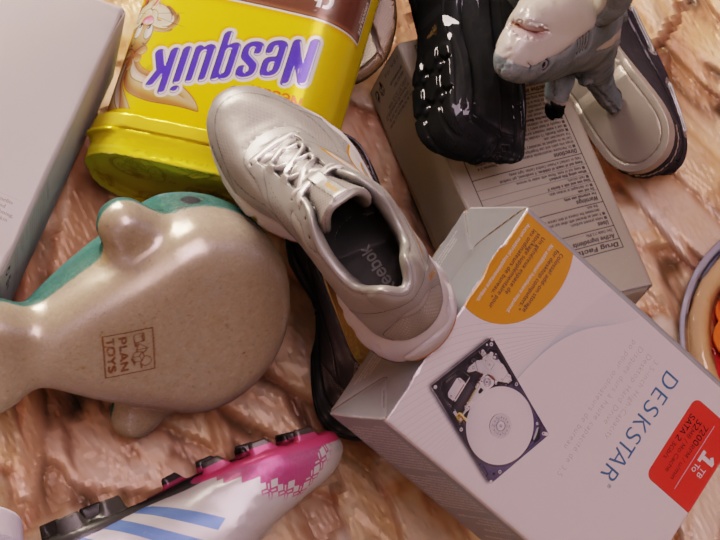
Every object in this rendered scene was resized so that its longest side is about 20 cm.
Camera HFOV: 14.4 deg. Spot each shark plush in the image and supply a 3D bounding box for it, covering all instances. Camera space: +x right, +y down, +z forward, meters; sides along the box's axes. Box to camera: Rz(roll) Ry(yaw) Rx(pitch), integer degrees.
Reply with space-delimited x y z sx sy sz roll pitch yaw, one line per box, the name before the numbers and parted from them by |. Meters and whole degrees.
shark plush | 0.118 -0.133 1.737 0.091 0.200 0.083 14 83 9

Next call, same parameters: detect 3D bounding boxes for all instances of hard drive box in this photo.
hard drive box | 0.108 0.083 1.677 0.200 0.077 0.156 40 74 -22

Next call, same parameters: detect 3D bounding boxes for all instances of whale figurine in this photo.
whale figurine | -0.143 0.022 1.662 0.200 0.159 0.104 -15 34 -19

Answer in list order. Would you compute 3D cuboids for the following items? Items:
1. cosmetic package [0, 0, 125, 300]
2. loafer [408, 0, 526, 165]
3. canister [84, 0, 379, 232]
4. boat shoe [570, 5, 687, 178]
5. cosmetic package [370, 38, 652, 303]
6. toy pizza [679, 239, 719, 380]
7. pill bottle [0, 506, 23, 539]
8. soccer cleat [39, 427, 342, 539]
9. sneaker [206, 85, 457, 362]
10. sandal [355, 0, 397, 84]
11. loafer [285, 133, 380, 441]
cosmetic package | -0.226 -0.078 1.694 0.107 0.085 0.200 22 60 2
loafer | 0.071 -0.155 1.760 0.070 0.068 0.201 16 59 -29
canister | -0.070 -0.136 1.738 0.148 0.087 0.200 12 72 12
boat shoe | 0.157 -0.145 1.876 0.063 0.073 0.200 16 44 -59
cosmetic package | 0.093 -0.053 1.793 0.105 0.071 0.200 -13 70 -21
toy pizza | 0.302 0.051 1.832 0.200 0.032 0.200 7 64 -14
pill bottle | -0.217 0.233 1.547 0.104 0.104 0.200 3 65 -16
soccer cleat | -0.093 0.157 1.649 0.200 0.070 0.086 -21 89 -22
sneaker | -0.019 -0.043 1.601 0.076 0.092 0.200 -40 67 -9
sandal | -0.040 -0.197 1.830 0.080 0.054 0.200 -36 64 -4
loafer | 0.000 0.000 1.739 0.073 0.072 0.200 -4 67 -18
